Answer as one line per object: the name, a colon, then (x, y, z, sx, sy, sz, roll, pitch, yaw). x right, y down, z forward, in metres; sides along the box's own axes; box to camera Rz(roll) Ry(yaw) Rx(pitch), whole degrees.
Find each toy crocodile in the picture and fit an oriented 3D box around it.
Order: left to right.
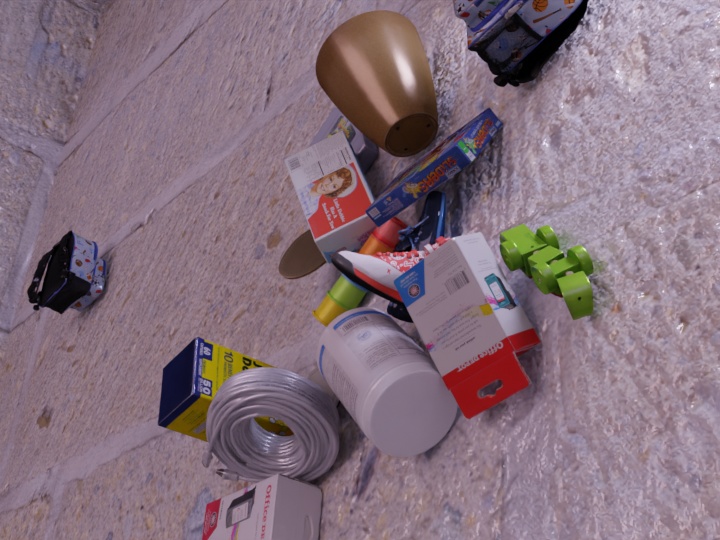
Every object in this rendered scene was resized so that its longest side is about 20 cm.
toy crocodile: (0.228, -0.005, 1.228, 0.067, 0.062, 0.200, -24, 29, -11)

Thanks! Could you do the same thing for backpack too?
backpack: (-0.755, 0.002, 2.621, 0.200, 0.154, 0.191, -30, 52, 34)
backpack: (0.229, -0.398, 1.422, 0.190, 0.154, 0.200, -33, 38, 27)

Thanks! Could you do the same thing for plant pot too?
plant pot: (0.047, -0.283, 1.615, 0.186, 0.186, 0.200, -46, 50, 27)

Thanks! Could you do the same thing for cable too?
cable: (-0.126, 0.232, 1.461, 0.069, 0.199, 0.201, -74, -3, -54)

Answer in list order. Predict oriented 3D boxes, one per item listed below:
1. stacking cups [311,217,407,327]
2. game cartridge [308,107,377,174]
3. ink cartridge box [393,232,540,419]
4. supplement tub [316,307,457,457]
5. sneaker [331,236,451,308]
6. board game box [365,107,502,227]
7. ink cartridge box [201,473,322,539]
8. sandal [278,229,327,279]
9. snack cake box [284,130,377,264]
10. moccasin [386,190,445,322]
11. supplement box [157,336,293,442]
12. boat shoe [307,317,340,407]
stacking cups: (0.000, 0.000, 1.568, 0.200, 0.060, 0.061, -57, 31, 8)
game cartridge: (-0.037, -0.216, 1.803, 0.133, 0.041, 0.200, -52, 33, 12)
ink cartridge box: (0.140, 0.069, 1.244, 0.116, 0.067, 0.201, -37, 74, 38)
supplement tub: (0.031, 0.145, 1.342, 0.132, 0.132, 0.200, -58, 31, 9)
sneaker: (0.069, -0.007, 1.360, 0.108, 0.201, 0.067, -62, -7, -7)
board game box: (0.107, -0.151, 1.475, 0.200, 0.034, 0.135, -33, 11, 41)
ink cartridge box: (-0.153, 0.400, 1.479, 0.200, 0.085, 0.148, -33, 42, 43)
sandal: (-0.046, -0.049, 1.677, 0.077, 0.070, 0.212, 29, 71, 32)
snack cake box: (-0.040, -0.123, 1.635, 0.115, 0.067, 0.200, -25, 51, 4)
moccasin: (0.079, -0.026, 1.426, 0.068, 0.081, 0.201, 8, 67, 11)
supplement box: (-0.205, 0.206, 1.587, 0.109, 0.200, 0.109, -40, 38, 36)
boat shoe: (-0.030, 0.148, 1.497, 0.074, 0.060, 0.201, 42, 126, 37)
